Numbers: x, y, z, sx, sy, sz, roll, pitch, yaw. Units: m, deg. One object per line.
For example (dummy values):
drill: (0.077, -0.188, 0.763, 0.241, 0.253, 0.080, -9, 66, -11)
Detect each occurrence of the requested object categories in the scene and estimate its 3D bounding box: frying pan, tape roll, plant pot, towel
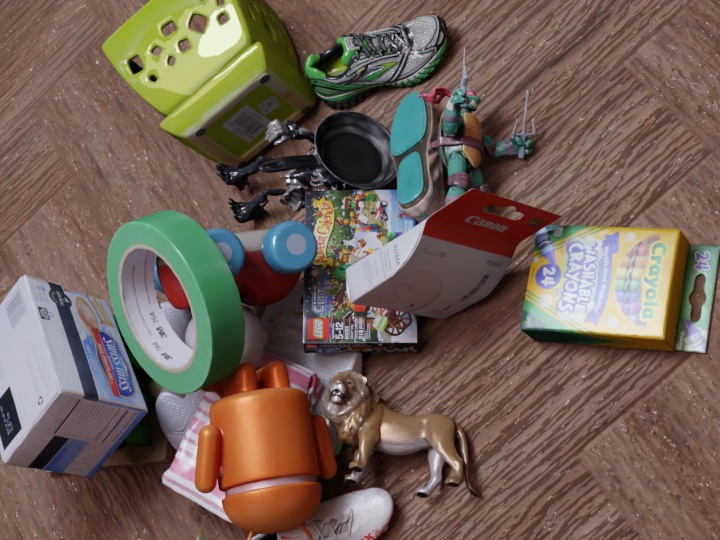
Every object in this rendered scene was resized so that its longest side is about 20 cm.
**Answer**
frying pan: (-0.028, -0.127, 1.623, 0.115, 0.031, 0.190, 44, 54, 7)
tape roll: (-0.207, 0.036, 1.468, 0.200, 0.048, 0.201, 25, 126, 40)
plant pot: (-0.185, -0.257, 1.750, 0.199, 0.200, 0.182, -38, 65, 11)
towel: (-0.144, 0.191, 1.579, 0.146, 0.030, 0.201, 19, 78, 35)

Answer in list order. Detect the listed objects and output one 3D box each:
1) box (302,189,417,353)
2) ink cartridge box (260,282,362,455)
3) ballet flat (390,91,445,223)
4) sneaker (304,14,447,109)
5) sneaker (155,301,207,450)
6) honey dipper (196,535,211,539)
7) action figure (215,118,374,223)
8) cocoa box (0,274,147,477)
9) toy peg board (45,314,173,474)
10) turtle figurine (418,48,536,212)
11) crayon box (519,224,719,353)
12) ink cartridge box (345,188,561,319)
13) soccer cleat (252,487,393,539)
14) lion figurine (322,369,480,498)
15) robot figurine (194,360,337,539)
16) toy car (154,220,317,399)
box: (0.000, 0.000, 1.600, 0.136, 0.038, 0.201, -1, 67, 0)
ink cartridge box: (-0.068, 0.116, 1.631, 0.160, 0.050, 0.201, 8, 63, 32)
ballet flat: (0.075, -0.132, 1.620, 0.068, 0.067, 0.201, -27, 42, 32)
sneaker: (0.021, -0.274, 1.703, 0.199, 0.085, 0.078, -24, 61, 19)
sneaker: (-0.214, 0.125, 1.686, 0.075, 0.114, 0.201, -4, 104, 11)
honey dipper: (-0.242, 0.411, 1.613, 0.038, 0.038, 0.200, 41, 96, 34)
action figure: (-0.085, -0.127, 1.694, 0.199, 0.102, 0.119, -20, 77, 22)
cocoa box: (-0.369, 0.130, 1.618, 0.133, 0.131, 0.200, -48, 47, 22)
toy peg board: (-0.347, 0.151, 1.734, 0.199, 0.098, 0.201, -9, 66, 26)
turtle figurine: (0.135, -0.149, 1.565, 0.101, 0.149, 0.201, -11, 73, 48)
crayon box: (0.284, 0.018, 1.460, 0.199, 0.052, 0.126, 3, 73, 30)
ink cartridge box: (0.106, -0.012, 1.473, 0.200, 0.162, 0.057, -27, 63, 39)
soccer cleat: (-0.055, 0.302, 1.518, 0.200, 0.085, 0.069, -26, 60, 19)
lion figurine: (0.048, 0.187, 1.513, 0.199, 0.073, 0.123, 13, 57, 3)
robot figurine: (-0.107, 0.204, 1.473, 0.116, 0.144, 0.201, -16, 75, 22)
toy car: (-0.144, 0.056, 1.562, 0.184, 0.176, 0.201, -12, 85, 62)
